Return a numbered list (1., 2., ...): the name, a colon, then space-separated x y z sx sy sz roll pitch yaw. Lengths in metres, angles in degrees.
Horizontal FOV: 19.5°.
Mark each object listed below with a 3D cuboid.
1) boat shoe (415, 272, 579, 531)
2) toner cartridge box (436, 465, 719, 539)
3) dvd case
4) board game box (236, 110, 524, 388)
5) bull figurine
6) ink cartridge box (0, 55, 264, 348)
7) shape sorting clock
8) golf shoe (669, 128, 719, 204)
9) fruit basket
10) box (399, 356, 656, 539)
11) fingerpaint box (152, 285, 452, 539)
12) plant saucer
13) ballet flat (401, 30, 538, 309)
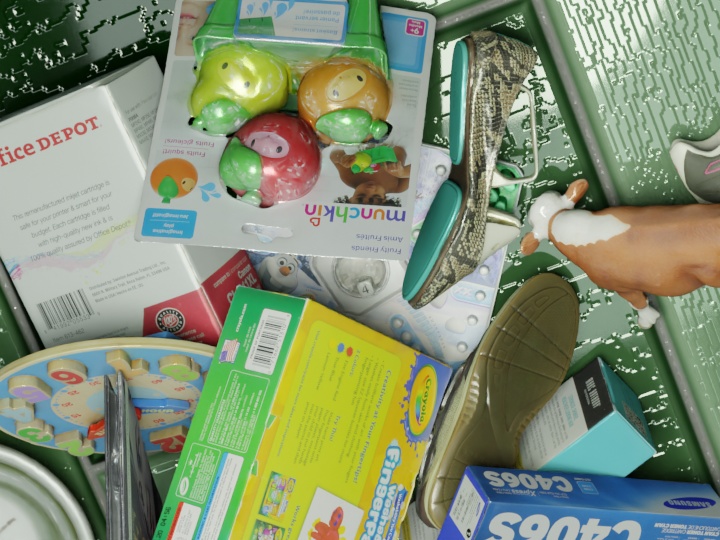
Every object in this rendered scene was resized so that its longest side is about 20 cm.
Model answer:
1. boat shoe: 0.089 0.092 1.490 0.072 0.066 0.201 31 75 -24
2. toner cartridge box: 0.153 0.191 1.459 0.199 0.043 0.095 6 120 -25
3. dvd case: -0.151 0.182 1.431 0.016 0.149 0.200 -6 147 1
4. board game box: 0.000 0.000 1.517 0.199 0.026 0.201 13 107 3
5. bull figurine: 0.205 -0.010 1.440 0.121 0.200 0.065 38 68 -39
6. ink cartridge box: -0.176 -0.032 1.482 0.145 0.083 0.200 -18 103 29
7. shape sorting clock: -0.163 0.092 1.466 0.199 0.200 0.039 -10 68 9
8. golf shoe: 0.302 -0.111 1.427 0.088 0.077 0.200 45 106 -1
9. fruit basket: -0.049 -0.103 1.412 0.185 0.200 0.094 5 147 6
10. box: 0.116 0.155 1.515 0.200 0.082 0.049 -40 112 15
11. fingerpaint box: -0.040 0.131 1.423 0.073 0.167 0.201 11 80 42
12. plant saucer: -0.292 0.216 1.599 0.199 0.050 0.201 2 106 6
13. ballet flat: 0.085 -0.064 1.448 0.075 0.068 0.201 9 103 -12
